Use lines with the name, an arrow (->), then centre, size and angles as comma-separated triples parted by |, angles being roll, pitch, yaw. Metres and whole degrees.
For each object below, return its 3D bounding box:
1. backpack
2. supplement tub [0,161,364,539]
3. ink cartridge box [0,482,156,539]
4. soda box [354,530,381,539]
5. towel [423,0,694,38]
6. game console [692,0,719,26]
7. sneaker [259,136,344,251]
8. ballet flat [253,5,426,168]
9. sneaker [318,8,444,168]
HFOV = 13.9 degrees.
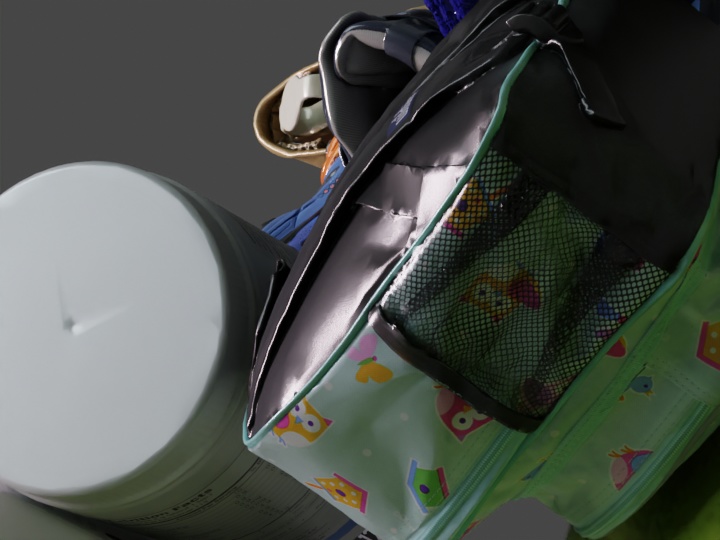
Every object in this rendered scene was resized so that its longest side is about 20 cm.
backpack -> 0.053, 0.005, 1.022 | 0.200, 0.153, 0.176 | -45, 13, 28
supplement tub -> -0.068, 0.042, 1.165 | 0.132, 0.132, 0.200 | -62, -26, -1
ink cartridge box -> -0.085, 0.153, 1.177 | 0.085, 0.200, 0.146 | -62, 11, -3
soda box -> -0.033, 0.122, 1.395 | 0.200, 0.063, 0.071 | -49, 16, 53
towel -> 0.111, -0.146, 1.084 | 0.200, 0.148, 0.050 | -36, 50, -1
game console -> 0.113, -0.077, 1.301 | 0.177, 0.031, 0.200 | -56, 12, 32
sneaker -> 0.000, 0.000, 1.305 | 0.078, 0.075, 0.200 | 22, 73, 35
ballet flat -> 0.008, -0.085, 1.420 | 0.200, 0.063, 0.069 | -27, 61, 60
sneaker -> 0.056, -0.109, 1.208 | 0.146, 0.077, 0.203 | 24, -94, -64
